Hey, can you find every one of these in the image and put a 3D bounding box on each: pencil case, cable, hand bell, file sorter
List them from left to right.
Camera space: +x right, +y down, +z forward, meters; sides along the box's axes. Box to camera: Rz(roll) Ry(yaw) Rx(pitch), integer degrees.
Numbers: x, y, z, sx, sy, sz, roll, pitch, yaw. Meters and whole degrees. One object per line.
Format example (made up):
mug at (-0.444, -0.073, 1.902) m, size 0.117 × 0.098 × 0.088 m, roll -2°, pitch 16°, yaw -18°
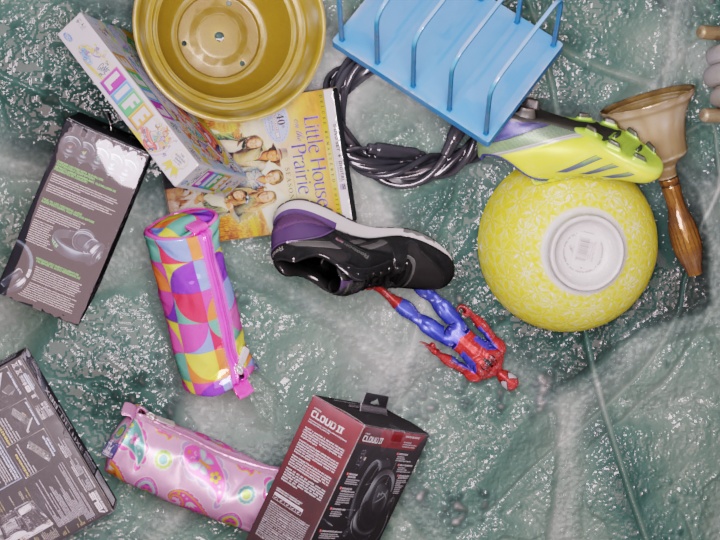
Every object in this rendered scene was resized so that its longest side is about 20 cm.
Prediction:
pencil case at (-0.177, 0.213, 1.777) m, size 0.199 × 0.087 × 0.088 m, roll 25°, pitch 95°, yaw -6°
pencil case at (-0.166, 0.036, 1.737) m, size 0.088 × 0.088 × 0.201 m, roll -16°, pitch 112°, yaw -3°
cable at (0.051, -0.170, 1.771) m, size 0.199 × 0.051 × 0.164 m, roll -24°, pitch 103°, yaw -4°
file sorter at (0.089, -0.252, 1.671) m, size 0.200 × 0.123 × 0.139 m, roll 34°, pitch 75°, yaw 12°
hand bell at (0.332, -0.089, 1.776) m, size 0.104 × 0.104 × 0.201 m, roll -17°, pitch 102°, yaw -2°

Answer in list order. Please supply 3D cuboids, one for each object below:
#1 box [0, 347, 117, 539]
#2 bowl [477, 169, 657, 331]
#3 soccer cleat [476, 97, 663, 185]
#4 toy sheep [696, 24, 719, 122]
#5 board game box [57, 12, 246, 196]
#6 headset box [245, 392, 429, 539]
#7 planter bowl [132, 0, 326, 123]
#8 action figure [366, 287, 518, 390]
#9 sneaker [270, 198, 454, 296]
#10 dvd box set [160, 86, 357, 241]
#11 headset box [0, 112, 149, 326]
box at (-0.379, 0.209, 1.777) m, size 0.157 × 0.050 × 0.200 m, roll -30°, pitch 98°, yaw 0°
bowl at (0.232, -0.025, 1.769) m, size 0.199 × 0.108 × 0.201 m, roll -1°, pitch 97°, yaw -5°
soccer cleat at (0.217, -0.122, 1.727) m, size 0.199 × 0.065 × 0.084 m, roll 18°, pitch 117°, yaw 12°
toy sheep at (0.425, -0.214, 1.751) m, size 0.137 × 0.138 × 0.201 m, roll 0°, pitch 92°, yaw -5°
board game box at (-0.208, -0.165, 1.669) m, size 0.034 × 0.134 × 0.200 m, roll -41°, pitch 78°, yaw 12°
headset box at (-0.020, 0.224, 1.754) m, size 0.077 × 0.149 × 0.201 m, roll 27°, pitch 96°, yaw 30°
planter bowl at (-0.141, -0.249, 1.713) m, size 0.199 × 0.083 × 0.201 m, roll 0°, pitch 88°, yaw -13°
action figure at (0.096, 0.064, 1.801) m, size 0.200 × 0.052 × 0.065 m, roll 40°, pitch 88°, yaw -10°
sneaker at (0.000, 0.000, 1.709) m, size 0.199 × 0.088 × 0.076 m, roll 15°, pitch 135°, yaw -11°
dvd box set at (-0.111, -0.108, 1.745) m, size 0.199 × 0.029 × 0.147 m, roll -7°, pitch 98°, yaw 11°
headset box at (-0.284, -0.063, 1.687) m, size 0.092 × 0.174 × 0.201 m, roll 23°, pitch 96°, yaw -8°
